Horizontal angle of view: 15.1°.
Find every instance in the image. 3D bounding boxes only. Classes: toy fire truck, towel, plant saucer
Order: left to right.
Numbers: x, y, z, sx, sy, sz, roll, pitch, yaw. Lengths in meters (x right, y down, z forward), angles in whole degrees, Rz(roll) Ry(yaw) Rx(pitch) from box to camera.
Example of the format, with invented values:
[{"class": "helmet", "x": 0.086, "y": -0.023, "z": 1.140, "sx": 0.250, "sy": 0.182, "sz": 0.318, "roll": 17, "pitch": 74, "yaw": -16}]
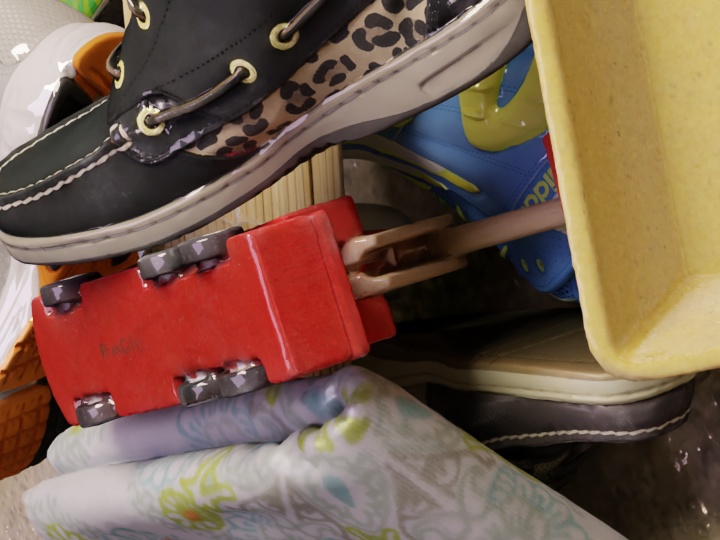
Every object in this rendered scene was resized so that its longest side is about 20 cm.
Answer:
[{"class": "toy fire truck", "x": 0.000, "y": 0.000, "z": 0.840, "sx": 0.200, "sy": 0.141, "sz": 0.049, "roll": -16, "pitch": 91, "yaw": 56}, {"class": "towel", "x": 0.001, "y": 0.098, "z": 0.905, "sx": 0.200, "sy": 0.171, "sz": 0.048, "roll": -14, "pitch": 50, "yaw": 51}, {"class": "plant saucer", "x": 0.145, "y": -0.083, "z": 0.728, "sx": 0.200, "sy": 0.048, "sz": 0.200, "roll": -11, "pitch": 84, "yaw": 9}]

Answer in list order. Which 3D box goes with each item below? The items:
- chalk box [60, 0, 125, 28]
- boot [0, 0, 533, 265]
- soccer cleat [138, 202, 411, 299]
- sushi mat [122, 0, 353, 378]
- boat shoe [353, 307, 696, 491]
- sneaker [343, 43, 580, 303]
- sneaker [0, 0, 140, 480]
[{"class": "chalk box", "x": -0.054, "y": -0.162, "z": 0.975, "sx": 0.200, "sy": 0.124, "sz": 0.124, "roll": -47, "pitch": 59, "yaw": 42}, {"class": "boot", "x": -0.059, "y": -0.096, "z": 0.788, "sx": 0.203, "sy": 0.074, "sz": 0.154, "roll": -24, "pitch": 117, "yaw": 28}, {"class": "soccer cleat", "x": -0.044, "y": -0.016, "z": 1.020, "sx": 0.200, "sy": 0.069, "sz": 0.085, "roll": -20, "pitch": 71, "yaw": 62}, {"class": "sushi mat", "x": -0.041, "y": -0.021, "z": 0.924, "sx": 0.096, "sy": 0.012, "sz": 0.200, "roll": 17, "pitch": 123, "yaw": 33}, {"class": "boat shoe", "x": 0.049, "y": 0.050, "z": 0.917, "sx": 0.201, "sy": 0.072, "sz": 0.066, "roll": -1, "pitch": 102, "yaw": 59}, {"class": "sneaker", "x": 0.043, "y": -0.035, "z": 0.907, "sx": 0.200, "sy": 0.076, "sz": 0.105, "roll": -11, "pitch": 86, "yaw": 51}, {"class": "sneaker", "x": -0.124, "y": -0.017, "z": 0.949, "sx": 0.092, "sy": 0.076, "sz": 0.200, "roll": 38, "pitch": 129, "yaw": 29}]
